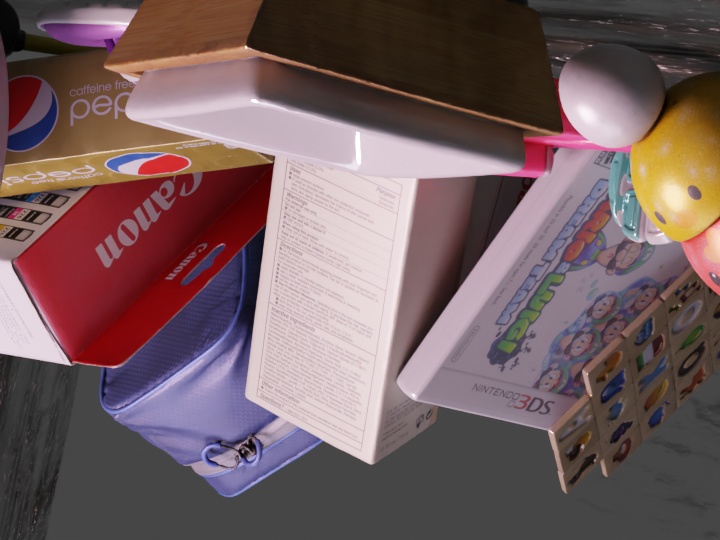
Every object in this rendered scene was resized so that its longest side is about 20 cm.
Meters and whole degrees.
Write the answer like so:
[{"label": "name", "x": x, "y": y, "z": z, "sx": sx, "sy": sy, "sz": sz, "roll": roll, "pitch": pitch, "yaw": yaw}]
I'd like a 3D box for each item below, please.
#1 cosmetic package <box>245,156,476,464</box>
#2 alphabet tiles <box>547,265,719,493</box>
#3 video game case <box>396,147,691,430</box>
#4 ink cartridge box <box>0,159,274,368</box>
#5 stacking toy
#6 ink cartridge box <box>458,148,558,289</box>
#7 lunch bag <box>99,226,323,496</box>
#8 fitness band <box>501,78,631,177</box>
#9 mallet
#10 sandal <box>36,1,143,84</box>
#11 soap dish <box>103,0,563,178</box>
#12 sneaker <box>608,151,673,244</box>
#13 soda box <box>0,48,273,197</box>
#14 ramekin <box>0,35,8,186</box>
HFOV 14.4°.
[{"label": "cosmetic package", "x": 0.000, "y": 0.000, "z": 1.673, "sx": 0.103, "sy": 0.201, "sz": 0.073, "roll": 27, "pitch": -146, "yaw": 27}, {"label": "alphabet tiles", "x": 0.194, "y": 0.053, "z": 1.787, "sx": 0.006, "sy": 0.200, "sz": 0.167, "roll": 42, "pitch": 167, "yaw": 24}, {"label": "video game case", "x": 0.133, "y": 0.007, "z": 1.691, "sx": 0.182, "sy": 0.200, "sz": 0.024, "roll": 16, "pitch": -156, "yaw": -51}, {"label": "ink cartridge box", "x": -0.155, "y": -0.039, "z": 1.728, "sx": 0.175, "sy": 0.200, "sz": 0.084, "roll": 7, "pitch": 134, "yaw": 46}, {"label": "stacking toy", "x": 0.179, "y": -0.046, "z": 1.375, "sx": 0.199, "sy": 0.147, "sz": 0.146, "roll": 29, "pitch": 173, "yaw": -12}, {"label": "ink cartridge box", "x": 0.115, "y": -0.008, "z": 1.794, "sx": 0.200, "sy": 0.147, "sz": 0.084, "roll": 16, "pitch": 180, "yaw": -44}, {"label": "lunch bag", "x": -0.076, "y": 0.046, "z": 1.841, "sx": 0.136, "sy": 0.201, "sz": 0.132, "roll": -32, "pitch": 128, "yaw": 30}, {"label": "fitness band", "x": 0.070, "y": -0.078, "z": 1.519, "sx": 0.199, "sy": 0.038, "sz": 0.144, "roll": 3, "pitch": 175, "yaw": -14}, {"label": "mallet", "x": -0.153, "y": -0.127, "z": 1.688, "sx": 0.199, "sy": 0.041, "sz": 0.066, "roll": 9, "pitch": 175, "yaw": -26}, {"label": "sandal", "x": -0.085, "y": -0.113, "z": 1.538, "sx": 0.202, "sy": 0.050, "sz": 0.082, "roll": 8, "pitch": 176, "yaw": 17}, {"label": "soap dish", "x": -0.014, "y": -0.097, "z": 1.322, "sx": 0.157, "sy": 0.082, "sz": 0.200, "roll": 13, "pitch": 177, "yaw": -23}, {"label": "sneaker", "x": 0.235, "y": -0.046, "z": 1.564, "sx": 0.091, "sy": 0.078, "sz": 0.200, "roll": -7, "pitch": -166, "yaw": -44}, {"label": "soda box", "x": -0.154, "y": -0.087, "z": 1.636, "sx": 0.199, "sy": 0.064, "sz": 0.068, "roll": -6, "pitch": 167, "yaw": 18}, {"label": "ramekin", "x": -0.267, "y": -0.081, "z": 1.542, "sx": 0.105, "sy": 0.201, "sz": 0.200, "roll": 2, "pitch": -179, "yaw": -28}]
